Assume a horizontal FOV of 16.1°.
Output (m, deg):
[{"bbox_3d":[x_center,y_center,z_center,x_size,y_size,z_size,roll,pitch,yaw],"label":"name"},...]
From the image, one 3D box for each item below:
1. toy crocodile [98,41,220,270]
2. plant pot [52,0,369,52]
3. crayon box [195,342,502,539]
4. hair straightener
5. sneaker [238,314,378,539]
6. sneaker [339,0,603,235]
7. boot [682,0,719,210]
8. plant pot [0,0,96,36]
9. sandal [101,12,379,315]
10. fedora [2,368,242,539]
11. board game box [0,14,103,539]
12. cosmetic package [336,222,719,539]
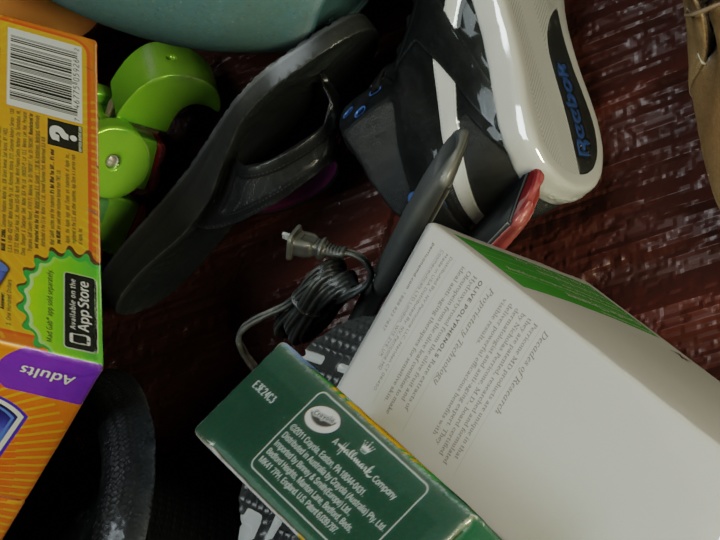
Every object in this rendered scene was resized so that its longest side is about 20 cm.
[{"bbox_3d":[-0.136,-0.025,1.270,0.200,0.062,0.068,-63,26,13],"label":"toy crocodile"},{"bbox_3d":[-0.048,-0.176,1.156,0.135,0.200,0.200,37,107,9],"label":"plant pot"},{"bbox_3d":[0.033,0.123,0.969,0.052,0.200,0.126,-45,46,-6],"label":"crayon box"},{"bbox_3d":[0.000,0.000,1.091,0.200,0.077,0.041,-48,14,51],"label":"hair straightener"},{"bbox_3d":[-0.010,0.115,1.081,0.074,0.080,0.200,30,101,56],"label":"sneaker"},{"bbox_3d":[0.033,-0.107,1.112,0.112,0.073,0.200,-25,62,36],"label":"sneaker"},{"bbox_3d":[0.144,-0.101,1.000,0.074,0.075,0.200,-20,65,38],"label":"boot"},{"bbox_3d":[-0.237,-0.133,1.320,0.200,0.200,0.140,46,126,43],"label":"plant pot"},{"bbox_3d":[-0.046,-0.041,1.185,0.048,0.075,0.200,50,123,14],"label":"sandal"},{"bbox_3d":[-0.111,0.144,1.147,0.201,0.092,0.201,-48,31,43],"label":"fedora"},{"bbox_3d":[-0.244,0.005,1.149,0.200,0.200,0.200,-55,30,41],"label":"board game box"},{"bbox_3d":[0.096,0.072,0.968,0.200,0.108,0.085,38,102,43],"label":"cosmetic package"}]
